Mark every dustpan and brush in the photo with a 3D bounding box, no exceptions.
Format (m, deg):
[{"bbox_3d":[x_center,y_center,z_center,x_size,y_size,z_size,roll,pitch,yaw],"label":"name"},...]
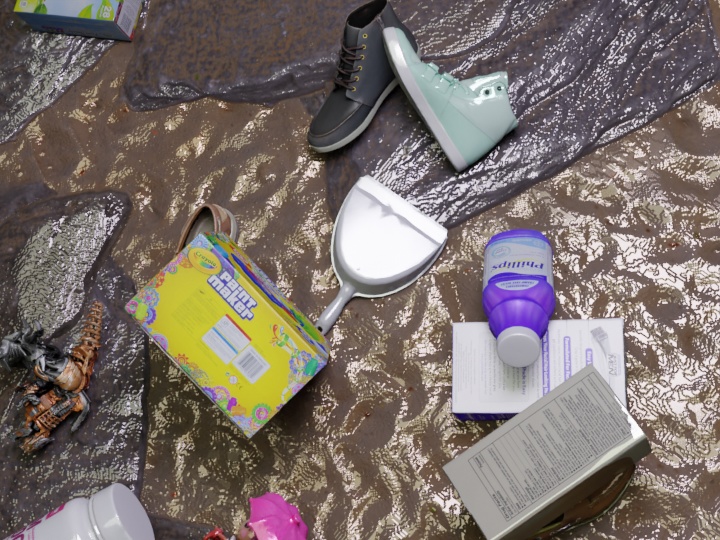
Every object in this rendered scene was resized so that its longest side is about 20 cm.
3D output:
[{"bbox_3d":[0.000,0.000,1.379,0.139,0.057,0.200,35,78,8],"label":"dustpan and brush"}]

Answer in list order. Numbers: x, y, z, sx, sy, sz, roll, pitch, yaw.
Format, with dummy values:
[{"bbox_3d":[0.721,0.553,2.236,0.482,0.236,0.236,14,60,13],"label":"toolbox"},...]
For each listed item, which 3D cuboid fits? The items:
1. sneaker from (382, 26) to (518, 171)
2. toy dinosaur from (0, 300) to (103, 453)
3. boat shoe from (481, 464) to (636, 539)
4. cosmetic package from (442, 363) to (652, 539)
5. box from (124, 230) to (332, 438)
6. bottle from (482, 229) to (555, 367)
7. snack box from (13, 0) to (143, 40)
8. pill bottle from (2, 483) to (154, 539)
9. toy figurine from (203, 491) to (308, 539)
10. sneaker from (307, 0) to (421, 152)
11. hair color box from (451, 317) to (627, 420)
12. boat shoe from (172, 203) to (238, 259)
[{"bbox_3d":[0.116,-0.239,1.376,0.118,0.074,0.201,-33,101,5],"label":"sneaker"},{"bbox_3d":[-0.397,0.133,1.428,0.135,0.102,0.200,32,65,5],"label":"toy dinosaur"},{"bbox_3d":[0.226,0.258,1.233,0.200,0.068,0.072,-38,67,0],"label":"boat shoe"},{"bbox_3d":[0.201,0.203,1.183,0.199,0.071,0.105,-34,60,4],"label":"cosmetic package"},{"bbox_3d":[-0.146,0.067,1.281,0.122,0.193,0.200,-44,92,2],"label":"box"},{"bbox_3d":[0.180,0.030,1.258,0.083,0.066,0.200,-4,34,12],"label":"bottle"},{"bbox_3d":[-0.388,-0.442,1.591,0.168,0.068,0.201,10,78,17],"label":"snack box"},{"bbox_3d":[-0.357,0.347,1.328,0.199,0.113,0.114,-30,69,3],"label":"pill bottle"},{"bbox_3d":[-0.148,0.334,1.275,0.183,0.200,0.151,-29,90,-17],"label":"toy figurine"},{"bbox_3d":[-0.016,-0.253,1.414,0.075,0.106,0.200,31,78,42],"label":"sneaker"},{"bbox_3d":[0.208,0.117,1.282,0.199,0.065,0.110,-2,73,15],"label":"hair color box"},{"bbox_3d":[-0.217,0.006,1.414,0.075,0.072,0.201,8,76,16],"label":"boat shoe"}]
